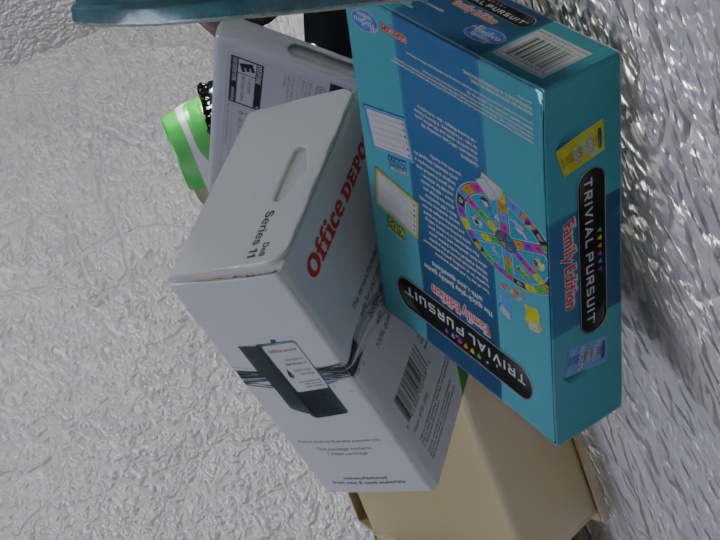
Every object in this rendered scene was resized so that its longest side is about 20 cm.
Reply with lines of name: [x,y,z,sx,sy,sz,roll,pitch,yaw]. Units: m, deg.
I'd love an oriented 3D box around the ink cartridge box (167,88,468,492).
ink cartridge box: [-0.012,0.016,0.821,0.201,0.082,0.147,58,-141,-37]

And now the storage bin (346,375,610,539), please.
storage bin: [0.057,0.111,1.028,0.198,0.094,0.201,5,124,48]

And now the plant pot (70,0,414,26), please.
plant pot: [-0.020,-0.198,0.509,0.200,0.198,0.190,-128,31,-73]

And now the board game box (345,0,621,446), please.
board game box: [0.062,-0.036,0.679,0.151,0.047,0.201,38,146,44]

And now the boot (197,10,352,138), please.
boot: [-0.054,-0.164,1.096,0.073,0.161,0.200,56,-171,-67]

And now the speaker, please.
speaker: [-0.086,-0.149,1.320,0.088,0.198,0.089,157,90,-85]

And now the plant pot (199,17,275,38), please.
plant pot: [-0.106,-0.269,0.899,0.198,0.200,0.200,43,-176,-21]

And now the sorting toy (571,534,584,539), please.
sorting toy: [0.157,0.254,1.125,0.201,0.106,0.180,60,168,-23]

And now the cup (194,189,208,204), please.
cup: [-0.083,-0.124,1.657,0.143,0.200,0.201,36,162,24]

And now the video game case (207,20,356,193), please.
video game case: [-0.017,-0.081,0.954,0.200,0.180,0.024,105,-174,-61]
